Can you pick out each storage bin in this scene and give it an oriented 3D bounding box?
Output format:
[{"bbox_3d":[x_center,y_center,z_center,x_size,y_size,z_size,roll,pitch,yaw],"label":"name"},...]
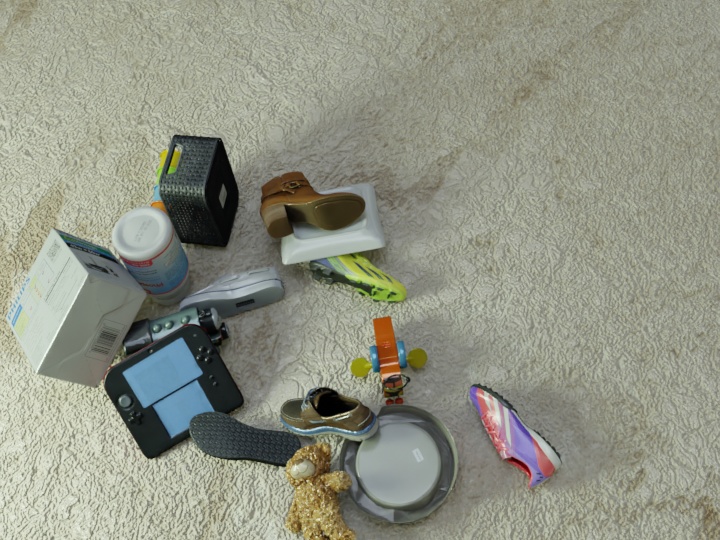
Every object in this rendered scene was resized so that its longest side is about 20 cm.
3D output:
[{"bbox_3d":[-0.305,-0.150,1.767,0.092,0.201,0.137,5,60,9],"label":"storage bin"}]

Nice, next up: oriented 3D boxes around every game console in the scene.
[{"bbox_3d":[-0.325,0.206,1.602,0.198,0.031,0.178,-29,98,-7],"label":"game console"}]

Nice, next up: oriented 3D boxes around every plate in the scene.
[{"bbox_3d":[-0.061,-0.100,1.780,0.197,0.033,0.201,-11,41,1],"label":"plate"}]

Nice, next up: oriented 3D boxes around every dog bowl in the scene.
[{"bbox_3d":[0.064,0.327,1.540,0.197,0.059,0.203,-2,60,4],"label":"dog bowl"}]

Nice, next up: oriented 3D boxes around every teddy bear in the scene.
[{"bbox_3d":[-0.071,0.379,1.495,0.144,0.066,0.203,-22,67,43],"label":"teddy bear"}]

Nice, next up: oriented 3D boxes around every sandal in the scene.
[{"bbox_3d":[-0.202,0.301,1.594,0.198,0.048,0.076,16,60,-1],"label":"sandal"}]

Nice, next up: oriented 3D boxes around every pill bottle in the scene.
[{"bbox_3d":[-0.377,-0.020,1.700,0.107,0.201,0.110,-2,59,4],"label":"pill bottle"}]

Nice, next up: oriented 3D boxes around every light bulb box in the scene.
[{"bbox_3d":[-0.505,0.064,1.630,0.200,0.124,0.200,38,100,47],"label":"light bulb box"}]

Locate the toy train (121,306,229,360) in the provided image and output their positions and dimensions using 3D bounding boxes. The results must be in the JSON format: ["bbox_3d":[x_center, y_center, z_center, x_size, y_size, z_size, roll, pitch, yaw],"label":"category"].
[{"bbox_3d":[-0.337,0.124,1.663,0.197,0.114,0.086,-16,60,-4],"label":"toy train"}]

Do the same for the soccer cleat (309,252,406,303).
[{"bbox_3d":[0.000,-0.001,1.733,0.198,0.065,0.084,19,61,16],"label":"soccer cleat"}]

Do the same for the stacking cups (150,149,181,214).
[{"bbox_3d":[-0.398,-0.145,1.858,0.060,0.061,0.202,5,62,8],"label":"stacking cups"}]

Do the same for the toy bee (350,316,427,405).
[{"bbox_3d":[0.045,0.178,1.617,0.129,0.110,0.201,4,35,17],"label":"toy bee"}]

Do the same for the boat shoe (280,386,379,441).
[{"bbox_3d":[-0.061,0.233,1.564,0.198,0.073,0.073,-1,38,33],"label":"boat shoe"}]

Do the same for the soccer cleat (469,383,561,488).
[{"bbox_3d":[0.245,0.274,1.552,0.073,0.068,0.200,-40,67,-13],"label":"soccer cleat"}]

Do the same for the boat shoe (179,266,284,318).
[{"bbox_3d":[-0.244,0.041,1.735,0.197,0.074,0.066,-11,54,-13],"label":"boat shoe"}]

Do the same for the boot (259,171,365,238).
[{"bbox_3d":[-0.097,-0.141,1.756,0.197,0.074,0.155,-11,36,-4],"label":"boot"}]
